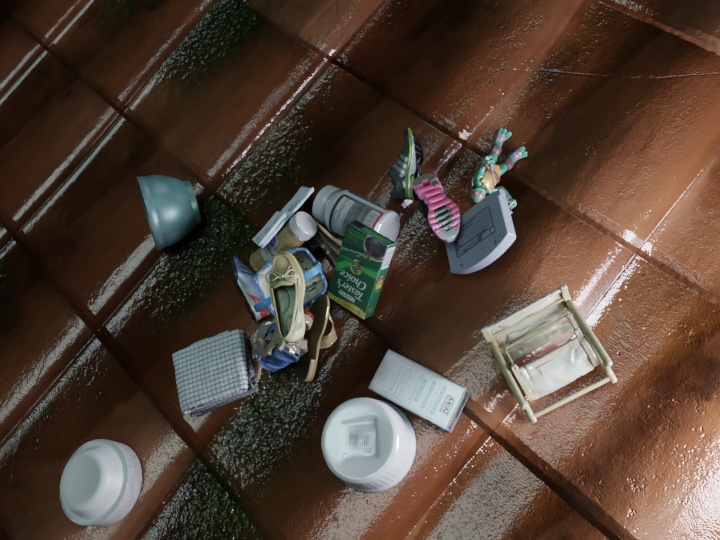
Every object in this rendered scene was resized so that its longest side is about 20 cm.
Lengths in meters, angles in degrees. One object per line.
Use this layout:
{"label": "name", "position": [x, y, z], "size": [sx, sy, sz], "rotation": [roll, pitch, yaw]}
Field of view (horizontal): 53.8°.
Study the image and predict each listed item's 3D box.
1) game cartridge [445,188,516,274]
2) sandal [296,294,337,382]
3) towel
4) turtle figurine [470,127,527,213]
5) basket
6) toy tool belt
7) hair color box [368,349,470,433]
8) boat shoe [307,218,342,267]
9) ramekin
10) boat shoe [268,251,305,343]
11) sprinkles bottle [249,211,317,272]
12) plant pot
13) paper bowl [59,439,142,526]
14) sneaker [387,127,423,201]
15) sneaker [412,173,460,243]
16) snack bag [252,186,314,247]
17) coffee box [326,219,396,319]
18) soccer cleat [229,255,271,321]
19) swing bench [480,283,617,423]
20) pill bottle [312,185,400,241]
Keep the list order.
{"label": "game cartridge", "position": [0.265, -0.076, 1.588], "size": [0.200, 0.041, 0.134], "rotation": [-39, 48, 49]}
{"label": "sandal", "position": [-0.090, 0.161, 1.678], "size": [0.077, 0.069, 0.214], "rotation": [22, 99, 52]}
{"label": "towel", "position": [-0.350, 0.247, 1.727], "size": [0.199, 0.086, 0.167], "rotation": [-22, 62, 13]}
{"label": "turtle figurine", "position": [0.308, -0.221, 1.642], "size": [0.100, 0.150, 0.201], "rotation": [11, 65, 42]}
{"label": "basket", "position": [-0.161, 0.028, 1.672], "size": [0.176, 0.200, 0.140], "rotation": [-31, 93, 7]}
{"label": "toy tool belt", "position": [-0.180, 0.176, 1.618], "size": [0.200, 0.124, 0.124], "rotation": [-35, 28, 50]}
{"label": "hair color box", "position": [0.128, 0.262, 1.551], "size": [0.199, 0.061, 0.100], "rotation": [24, 80, 27]}
{"label": "boat shoe", "position": [-0.094, -0.066, 1.759], "size": [0.200, 0.070, 0.070], "rotation": [40, 85, 29]}
{"label": "ramekin", "position": [0.012, 0.371, 1.531], "size": [0.199, 0.098, 0.202], "rotation": [-7, 67, 18]}
{"label": "boat shoe", "position": [-0.162, 0.054, 1.535], "size": [0.073, 0.063, 0.203], "rotation": [-7, 77, 13]}
{"label": "sprinkles bottle", "position": [-0.192, -0.064, 1.752], "size": [0.200, 0.068, 0.069], "rotation": [-38, 57, 34]}
{"label": "plant pot", "position": [-0.507, -0.167, 1.902], "size": [0.133, 0.201, 0.201], "rotation": [-16, 61, -16]}
{"label": "paper bowl", "position": [-0.641, 0.512, 1.719], "size": [0.199, 0.104, 0.202], "rotation": [-8, 67, 19]}
{"label": "sneaker", "position": [0.108, -0.264, 1.762], "size": [0.080, 0.074, 0.202], "rotation": [-6, 66, 22]}
{"label": "sneaker", "position": [0.182, -0.133, 1.666], "size": [0.078, 0.096, 0.201], "rotation": [-15, 53, -4]}
{"label": "snack bag", "position": [-0.195, -0.140, 1.781], "size": [0.021, 0.189, 0.200], "rotation": [42, 87, -14]}
{"label": "coffee box", "position": [0.000, 0.000, 1.652], "size": [0.123, 0.044, 0.201], "rotation": [32, 119, 25]}
{"label": "soccer cleat", "position": [-0.275, 0.037, 1.798], "size": [0.073, 0.068, 0.201], "rotation": [-22, 57, -15]}
{"label": "swing bench", "position": [0.383, 0.170, 1.457], "size": [0.198, 0.130, 0.201], "rotation": [-29, 57, 9]}
{"label": "pill bottle", "position": [-0.013, -0.127, 1.728], "size": [0.199, 0.114, 0.114], "rotation": [28, 81, 28]}
